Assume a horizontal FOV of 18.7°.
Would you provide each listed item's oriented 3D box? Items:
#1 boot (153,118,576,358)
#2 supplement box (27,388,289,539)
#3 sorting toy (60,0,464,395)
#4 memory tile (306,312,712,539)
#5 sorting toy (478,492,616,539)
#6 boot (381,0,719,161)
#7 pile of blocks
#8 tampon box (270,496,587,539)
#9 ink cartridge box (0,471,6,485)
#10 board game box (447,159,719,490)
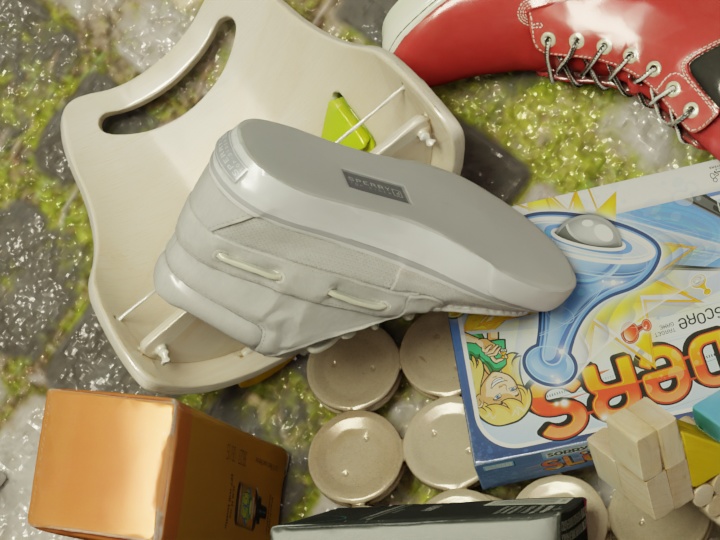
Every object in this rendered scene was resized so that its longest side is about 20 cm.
[{"bbox_3d":[0.000,0.000,1.029,0.096,0.199,0.074,-54,32,28],"label":"boot"},{"bbox_3d":[-0.090,0.103,1.036,0.068,0.200,0.067,4,79,16],"label":"supplement box"},{"bbox_3d":[-0.065,-0.057,1.123,0.200,0.107,0.180,-39,67,2],"label":"sorting toy"},{"bbox_3d":[0.071,0.084,1.083,0.198,0.017,0.155,-9,63,9],"label":"memory tile"},{"bbox_3d":[0.109,0.220,1.056,0.198,0.036,0.187,15,82,14],"label":"sorting toy"},{"bbox_3d":[0.117,-0.103,1.093,0.198,0.072,0.145,-20,64,4],"label":"boot"},{"bbox_3d":[0.178,0.086,1.009,0.082,0.199,0.062,-59,38,5],"label":"pile of blocks"},{"bbox_3d":[0.040,0.207,0.968,0.125,0.150,0.202,-4,87,10],"label":"tampon box"},{"bbox_3d":[-0.318,0.095,1.112,0.199,0.147,0.146,37,88,16],"label":"ink cartridge box"},{"bbox_3d":[0.143,0.021,1.069,0.198,0.035,0.136,-13,62,6],"label":"board game box"}]
